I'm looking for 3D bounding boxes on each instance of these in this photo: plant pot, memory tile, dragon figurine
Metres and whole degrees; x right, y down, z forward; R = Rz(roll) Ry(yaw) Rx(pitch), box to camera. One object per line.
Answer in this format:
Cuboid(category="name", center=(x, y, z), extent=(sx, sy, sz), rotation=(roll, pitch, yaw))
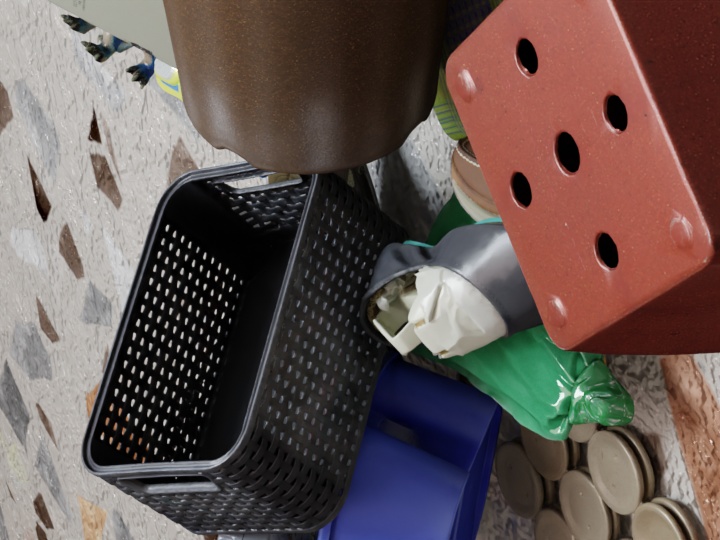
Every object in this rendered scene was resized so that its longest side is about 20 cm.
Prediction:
Cuboid(category="plant pot", center=(-0.031, -0.174, 1.072), extent=(0.201, 0.199, 0.199), rotation=(52, 155, 36))
Cuboid(category="memory tile", center=(0.147, 0.158, 1.148), extent=(0.201, 0.017, 0.154), rotation=(61, 152, 25))
Cuboid(category="dragon figurine", center=(-0.152, -0.193, 1.455), extent=(0.059, 0.099, 0.200), rotation=(51, -169, 27))
Cuboid(category="plant pot", center=(0.153, -0.069, 0.814), extent=(0.201, 0.175, 0.200), rotation=(69, 154, 10))

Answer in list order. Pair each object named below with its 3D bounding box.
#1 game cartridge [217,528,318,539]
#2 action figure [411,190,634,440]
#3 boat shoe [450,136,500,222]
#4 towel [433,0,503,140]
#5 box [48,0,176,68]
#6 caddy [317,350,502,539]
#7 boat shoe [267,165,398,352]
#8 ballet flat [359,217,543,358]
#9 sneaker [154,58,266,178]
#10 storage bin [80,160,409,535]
Cuboid(category="game cartridge", center=(-0.046, 0.133, 1.257), extent=(0.134, 0.041, 0.201), rotation=(72, -152, -56))
Cuboid(category="action figure", center=(0.092, 0.037, 1.122), extent=(0.200, 0.054, 0.119), rotation=(45, 122, 53))
Cuboid(category="boat shoe", center=(0.121, -0.047, 1.020), extent=(0.199, 0.075, 0.072), rotation=(23, 123, 47))
Cuboid(category="towel", center=(0.077, -0.150, 1.095), extent=(0.200, 0.023, 0.145), rotation=(-15, 92, 65))
Cuboid(category="box", center=(-0.097, -0.172, 1.253), extent=(0.199, 0.082, 0.069), rotation=(30, 142, 9))
Cuboid(category="caddy", center=(0.017, 0.144, 1.225), extent=(0.104, 0.142, 0.201), rotation=(16, 134, 10))
Cuboid(category="boat shoe", center=(0.000, 0.000, 1.294), extent=(0.073, 0.065, 0.201), rotation=(24, 141, 42))
Cuboid(category="ballet flat", center=(0.049, 0.017, 1.059), extent=(0.200, 0.073, 0.074), rotation=(-6, 100, 69))
Cuboid(category="sneaker", center=(-0.085, -0.112, 1.385), extent=(0.106, 0.075, 0.200), rotation=(68, 166, -14))
Cuboid(category="storage bin", center=(-0.065, 0.044, 1.161), extent=(0.134, 0.094, 0.201), rotation=(-8, 57, 41))
